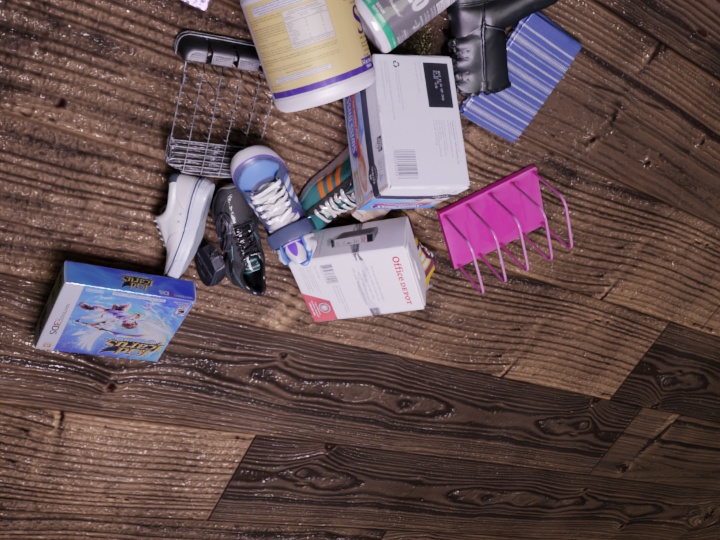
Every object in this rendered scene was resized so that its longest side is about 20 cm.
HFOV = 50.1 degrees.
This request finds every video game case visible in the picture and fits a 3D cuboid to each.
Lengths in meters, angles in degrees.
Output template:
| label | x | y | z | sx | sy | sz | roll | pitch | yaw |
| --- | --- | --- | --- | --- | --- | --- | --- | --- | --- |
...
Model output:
| label | x | y | z | sx | sy | sz | roll | pitch | yaw |
| --- | --- | --- | --- | --- | --- | --- | --- | --- | --- |
| video game case | -0.385 | 0.070 | 1.208 | 0.200 | 0.045 | 0.181 | 11 | 138 | -31 |

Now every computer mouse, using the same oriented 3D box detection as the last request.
| label | x | y | z | sx | sy | sz | roll | pitch | yaw |
| --- | --- | --- | --- | --- | --- | --- | --- | --- | --- |
| computer mouse | -0.219 | -0.033 | 1.198 | 0.034 | 0.059 | 0.200 | -23 | 165 | -31 |

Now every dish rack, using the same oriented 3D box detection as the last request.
| label | x | y | z | sx | sy | sz | roll | pitch | yaw |
| --- | --- | --- | --- | --- | --- | --- | --- | --- | --- |
| dish rack | -0.201 | -0.230 | 1.110 | 0.153 | 0.055 | 0.200 | 4 | 123 | -26 |

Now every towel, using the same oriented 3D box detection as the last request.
| label | x | y | z | sx | sy | sz | roll | pitch | yaw |
| --- | --- | --- | --- | --- | --- | --- | --- | --- | --- |
| towel | 0.266 | -0.322 | 1.286 | 0.145 | 0.024 | 0.200 | 18 | 116 | -36 |

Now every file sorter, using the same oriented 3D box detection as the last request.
| label | x | y | z | sx | sy | sz | roll | pitch | yaw |
| --- | --- | --- | --- | --- | --- | --- | --- | --- | --- |
| file sorter | 0.267 | -0.069 | 1.396 | 0.200 | 0.125 | 0.139 | -26 | 130 | -6 |

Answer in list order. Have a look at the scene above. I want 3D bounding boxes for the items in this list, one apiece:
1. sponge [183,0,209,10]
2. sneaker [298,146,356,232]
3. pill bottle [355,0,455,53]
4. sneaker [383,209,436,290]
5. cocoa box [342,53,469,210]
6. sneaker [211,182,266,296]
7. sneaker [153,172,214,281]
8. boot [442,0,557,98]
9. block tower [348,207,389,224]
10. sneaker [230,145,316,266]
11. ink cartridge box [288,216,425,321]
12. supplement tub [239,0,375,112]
| label | x | y | z | sx | sy | sz | roll | pitch | yaw |
| --- | --- | --- | --- | --- | --- | --- | --- | --- | --- |
| sponge | -0.206 | -0.443 | 0.967 | 0.111 | 0.030 | 0.200 | 17 | 115 | -33 |
| sneaker | -0.029 | -0.129 | 1.242 | 0.200 | 0.080 | 0.071 | -47 | 130 | 12 |
| pill bottle | 0.080 | -0.406 | 1.073 | 0.200 | 0.113 | 0.113 | -38 | 131 | 3 |
| sneaker | 0.090 | -0.034 | 1.381 | 0.090 | 0.075 | 0.200 | -22 | 137 | -20 |
| cocoa box | 0.063 | -0.200 | 1.142 | 0.133 | 0.131 | 0.200 | -4 | 82 | -23 |
| sneaker | -0.182 | -0.047 | 1.229 | 0.075 | 0.079 | 0.200 | -24 | 131 | -21 |
| sneaker | -0.281 | -0.067 | 1.188 | 0.071 | 0.073 | 0.200 | 24 | 122 | -2 |
| boot | 0.215 | -0.358 | 1.190 | 0.198 | 0.073 | 0.163 | -10 | 122 | -7 |
| block tower | 0.060 | -0.166 | 1.276 | 0.200 | 0.058 | 0.054 | -46 | 129 | 14 |
| sneaker | -0.117 | -0.083 | 1.153 | 0.081 | 0.147 | 0.200 | -29 | 155 | -3 |
| ink cartridge box | 0.000 | 0.000 | 1.297 | 0.200 | 0.083 | 0.147 | -7 | 132 | 14 |
| supplement tub | -0.073 | -0.324 | 1.014 | 0.145 | 0.145 | 0.200 | -21 | 110 | -10 |
